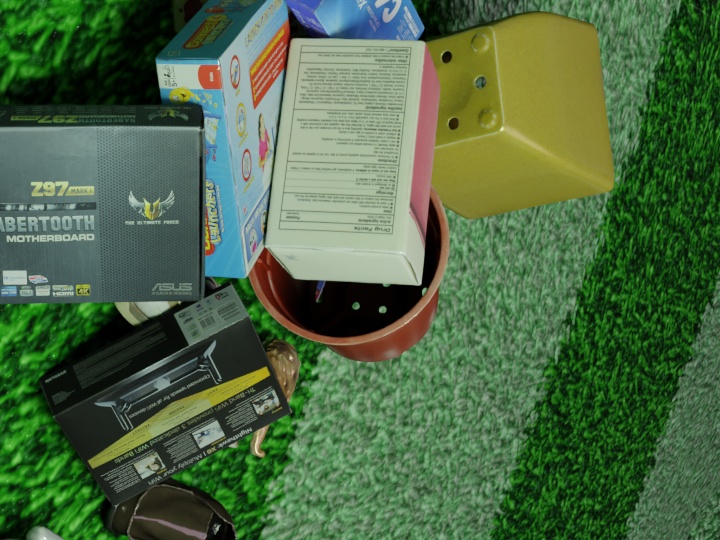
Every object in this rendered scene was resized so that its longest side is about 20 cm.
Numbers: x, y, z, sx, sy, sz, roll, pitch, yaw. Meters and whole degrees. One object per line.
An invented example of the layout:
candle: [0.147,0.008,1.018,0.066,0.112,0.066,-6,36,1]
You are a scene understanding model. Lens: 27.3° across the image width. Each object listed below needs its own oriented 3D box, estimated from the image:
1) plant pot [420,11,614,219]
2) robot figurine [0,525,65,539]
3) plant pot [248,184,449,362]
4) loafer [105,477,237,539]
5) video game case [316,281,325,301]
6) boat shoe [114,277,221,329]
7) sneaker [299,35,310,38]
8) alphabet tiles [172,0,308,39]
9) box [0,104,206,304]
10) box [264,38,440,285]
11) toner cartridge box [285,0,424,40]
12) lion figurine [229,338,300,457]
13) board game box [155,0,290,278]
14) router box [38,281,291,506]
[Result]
plant pot: [0.142,-0.180,1.619,0.200,0.193,0.197,12,70,-58]
robot figurine: [-0.305,0.319,1.355,0.200,0.112,0.170,64,41,-53]
plant pot: [0.000,0.000,1.513,0.202,0.200,0.195,-62,165,-10]
loafer: [-0.188,0.255,1.547,0.200,0.071,0.073,23,90,-61]
video game case: [-0.041,-0.067,1.610,0.201,0.017,0.143,-67,158,-2]
boat shoe: [-0.160,0.043,1.428,0.068,0.075,0.200,-28,152,12]
sneaker: [-0.034,-0.255,1.453,0.090,0.075,0.200,-59,149,-26]
alphabet tiles: [-0.083,-0.283,1.350,0.199,0.006,0.167,-18,128,-27]
box: [-0.222,-0.052,1.179,0.051,0.198,0.159,-106,-162,-59]
box: [-0.003,-0.097,1.342,0.109,0.127,0.202,55,40,-71]
toner cartridge box: [-0.003,-0.243,1.391,0.095,0.043,0.200,-55,157,-5]
lion figurine: [-0.139,0.125,1.545,0.200,0.072,0.123,14,90,-56]
board game box: [-0.108,-0.127,1.290,0.200,0.055,0.197,-65,154,-59]
router box: [-0.179,0.119,1.397,0.199,0.052,0.158,-27,138,-8]
